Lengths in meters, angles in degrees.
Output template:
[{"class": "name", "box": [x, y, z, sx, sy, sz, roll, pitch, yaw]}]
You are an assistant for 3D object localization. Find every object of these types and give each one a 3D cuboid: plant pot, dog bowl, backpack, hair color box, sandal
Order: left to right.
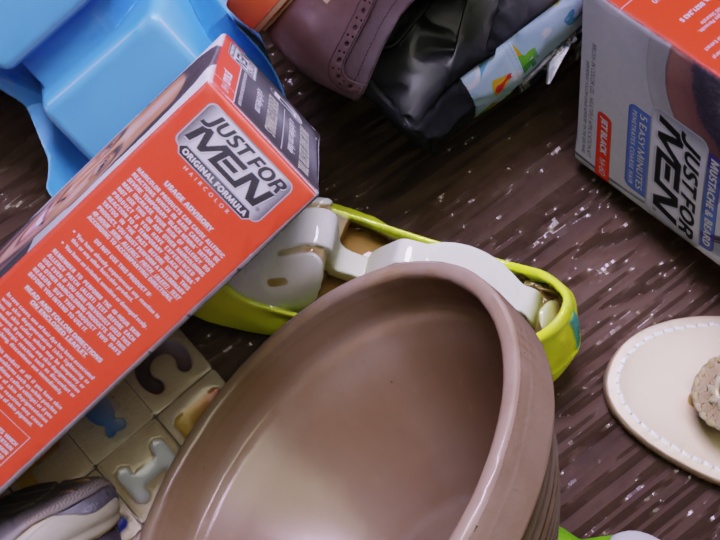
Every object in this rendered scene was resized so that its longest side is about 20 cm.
[{"class": "hair color box", "box": [-0.106, 0.005, 0.730, 0.200, 0.102, 0.061, -42, 103, 10]}, {"class": "dog bowl", "box": [-0.112, -0.101, 0.778, 0.111, 0.050, 0.200, -36, 111, 19]}, {"class": "plant pot", "box": [0.009, 0.104, 0.731, 0.093, 0.200, 0.202, 40, 69, -30]}, {"class": "backpack", "box": [0.060, -0.165, 0.842, 0.200, 0.154, 0.163, -43, 72, 6]}, {"class": "hair color box", "box": [0.180, -0.044, 0.781, 0.064, 0.111, 0.200, -38, 58, -23]}, {"class": "sandal", "box": [0.210, 0.065, 0.799, 0.210, 0.070, 0.078, 23, 71, 4]}]

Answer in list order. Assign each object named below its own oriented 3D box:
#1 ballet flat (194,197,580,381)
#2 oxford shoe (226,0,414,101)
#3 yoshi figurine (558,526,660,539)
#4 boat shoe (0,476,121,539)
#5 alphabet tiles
[{"class": "ballet flat", "box": [0.000, 0.000, 0.809, 0.198, 0.067, 0.067, 16, 69, 2]}, {"class": "oxford shoe", "box": [0.036, -0.156, 0.755, 0.072, 0.071, 0.200, 42, 88, -8]}, {"class": "yoshi figurine", "box": [0.137, 0.162, 0.744, 0.198, 0.112, 0.113, 20, 77, 6]}, {"class": "boat shoe", "box": [-0.159, 0.146, 0.707, 0.199, 0.074, 0.074, -28, 101, -39]}, {"class": "alphabet tiles", "box": [-0.125, 0.094, 0.800, 0.167, 0.008, 0.200, -39, 77, -15]}]
